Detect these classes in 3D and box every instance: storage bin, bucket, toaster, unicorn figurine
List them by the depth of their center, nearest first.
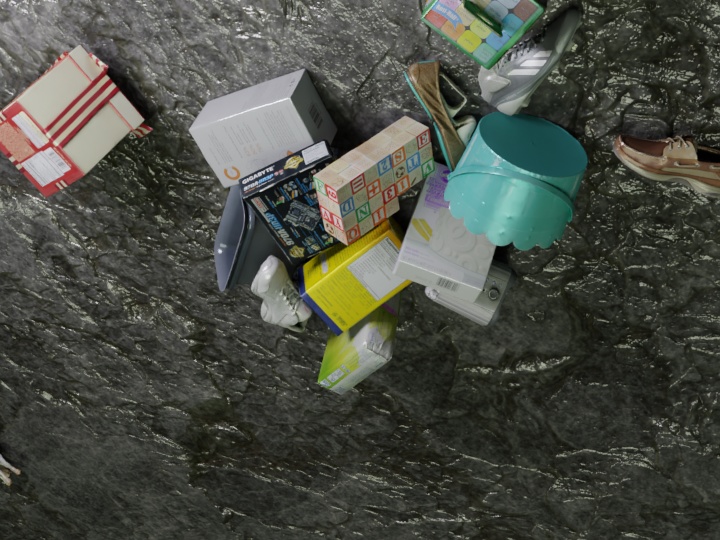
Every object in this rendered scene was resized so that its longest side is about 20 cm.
[{"bbox_3d":[0.244,-0.142,1.480,0.207,0.207,0.135,18,128,1],"label":"bucket"},{"bbox_3d":[0.188,0.022,1.665,0.129,0.200,0.114,25,93,1],"label":"toaster"},{"bbox_3d":[-0.177,-0.065,1.728,0.134,0.146,0.200,4,136,-23],"label":"storage bin"},{"bbox_3d":[-0.940,0.488,2.464,0.137,0.074,0.200,41,136,-5],"label":"unicorn figurine"}]

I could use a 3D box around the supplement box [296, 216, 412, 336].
[{"bbox_3d":[0.000,0.000,1.686,0.200,0.110,0.109,-36,115,11],"label":"supplement box"}]

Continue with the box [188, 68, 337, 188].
[{"bbox_3d":[-0.160,-0.234,1.589,0.200,0.098,0.124,-12,125,25],"label":"box"}]

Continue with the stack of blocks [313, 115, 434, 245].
[{"bbox_3d":[0.026,-0.145,1.531,0.059,0.200,0.115,34,150,38],"label":"stack of blocks"}]

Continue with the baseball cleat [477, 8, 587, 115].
[{"bbox_3d":[0.240,-0.315,1.413,0.106,0.070,0.200,27,131,-7],"label":"baseball cleat"}]

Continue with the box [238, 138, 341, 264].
[{"bbox_3d":[-0.085,-0.108,1.578,0.159,0.046,0.200,-25,141,8],"label":"box"}]

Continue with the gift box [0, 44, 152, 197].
[{"bbox_3d":[-0.481,-0.252,1.609,0.200,0.187,0.185,-11,125,44],"label":"gift box"}]

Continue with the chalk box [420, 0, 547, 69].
[{"bbox_3d":[0.171,-0.370,1.299,0.124,0.200,0.124,35,131,-14],"label":"chalk box"}]

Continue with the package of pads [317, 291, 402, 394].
[{"bbox_3d":[0.004,0.114,1.767,0.068,0.200,0.154,33,131,-20],"label":"package of pads"}]

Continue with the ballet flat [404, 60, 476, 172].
[{"bbox_3d":[0.139,-0.247,1.517,0.072,0.068,0.200,-24,117,10],"label":"ballet flat"}]

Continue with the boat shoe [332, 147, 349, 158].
[{"bbox_3d":[-0.037,-0.122,1.665,0.072,0.072,0.200,8,136,0],"label":"boat shoe"}]

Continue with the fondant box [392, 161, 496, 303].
[{"bbox_3d":[0.152,-0.064,1.566,0.144,0.200,0.058,20,153,1],"label":"fondant box"}]

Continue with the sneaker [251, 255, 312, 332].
[{"bbox_3d":[-0.129,0.044,1.695,0.099,0.078,0.200,26,158,19],"label":"sneaker"}]

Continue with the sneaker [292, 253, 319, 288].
[{"bbox_3d":[-0.089,0.019,1.785,0.074,0.088,0.200,31,133,-20],"label":"sneaker"}]

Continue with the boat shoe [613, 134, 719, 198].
[{"bbox_3d":[0.485,-0.176,1.461,0.200,0.076,0.072,15,129,-8],"label":"boat shoe"}]
